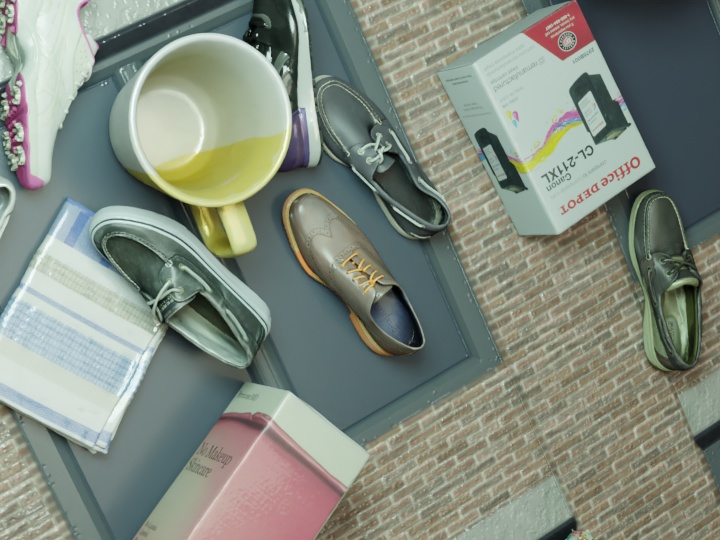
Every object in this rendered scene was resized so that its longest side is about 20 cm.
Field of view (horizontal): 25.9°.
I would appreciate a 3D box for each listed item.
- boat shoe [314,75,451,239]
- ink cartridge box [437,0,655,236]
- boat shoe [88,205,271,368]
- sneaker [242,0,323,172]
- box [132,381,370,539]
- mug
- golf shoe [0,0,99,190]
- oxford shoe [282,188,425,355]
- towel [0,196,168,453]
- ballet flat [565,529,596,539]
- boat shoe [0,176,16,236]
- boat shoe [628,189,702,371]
[{"bbox_3d":[0.023,-0.115,1.555,0.073,0.063,0.200,-43,107,-17],"label":"boat shoe"},{"bbox_3d":[0.195,-0.155,1.623,0.146,0.083,0.200,-34,104,-21],"label":"ink cartridge box"},{"bbox_3d":[-0.164,0.016,1.431,0.200,0.072,0.071,35,35,-19],"label":"boat shoe"},{"bbox_3d":[-0.094,-0.192,1.498,0.087,0.076,0.201,-10,95,-18],"label":"sneaker"},{"bbox_3d":[-0.106,0.218,1.468,0.109,0.128,0.200,40,75,-19],"label":"box"},{"bbox_3d":[-0.162,-0.114,1.422,0.149,0.153,0.187,11,87,-25],"label":"mug"},{"bbox_3d":[-0.278,-0.173,1.414,0.091,0.075,0.201,-1,93,-28],"label":"golf shoe"},{"bbox_3d":[0.000,0.000,1.542,0.071,0.073,0.200,-44,107,-17],"label":"oxford shoe"},{"bbox_3d":[-0.257,0.052,1.454,0.147,0.024,0.200,30,77,-20],"label":"towel"},{"bbox_3d":[0.286,0.346,1.687,0.200,0.076,0.064,44,40,-24],"label":"ballet flat"},{"bbox_3d":[-0.371,-0.002,1.373,0.071,0.069,0.200,35,80,-22],"label":"boat shoe"},{"bbox_3d":[0.341,0.011,1.702,0.072,0.066,0.202,-8,94,-24],"label":"boat shoe"}]
